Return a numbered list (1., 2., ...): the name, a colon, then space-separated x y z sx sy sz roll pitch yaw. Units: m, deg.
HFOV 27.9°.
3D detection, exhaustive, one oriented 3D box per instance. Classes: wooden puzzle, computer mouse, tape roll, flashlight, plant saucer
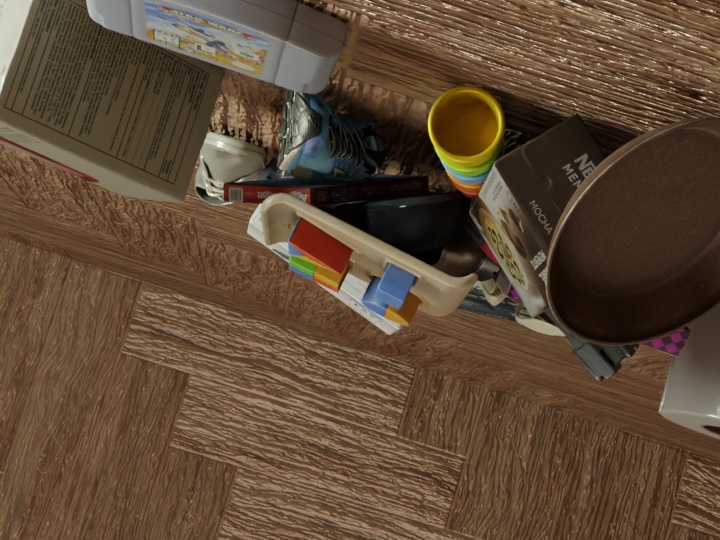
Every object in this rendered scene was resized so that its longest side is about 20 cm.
1. wooden puzzle: 0.000 0.000 1.332 0.199 0.047 0.185 22 170 1
2. computer mouse: 0.034 -0.042 1.369 0.137 0.053 0.199 -7 -177 -30
3. tape roll: 0.446 0.120 1.606 0.201 0.140 0.203 16 171 2
4. flashlight: 0.180 0.009 1.363 0.200 0.068 0.068 48 169 3
5. plant saucer: 0.215 -0.033 1.045 0.200 0.201 0.037 24 -156 -41

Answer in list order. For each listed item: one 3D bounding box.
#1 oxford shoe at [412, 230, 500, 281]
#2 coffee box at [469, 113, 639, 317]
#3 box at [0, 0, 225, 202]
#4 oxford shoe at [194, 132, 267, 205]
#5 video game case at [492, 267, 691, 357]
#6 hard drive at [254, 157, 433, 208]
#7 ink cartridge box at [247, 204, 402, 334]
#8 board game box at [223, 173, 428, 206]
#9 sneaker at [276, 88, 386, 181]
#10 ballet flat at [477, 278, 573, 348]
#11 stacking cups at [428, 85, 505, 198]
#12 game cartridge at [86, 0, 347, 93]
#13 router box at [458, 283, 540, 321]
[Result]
1. oxford shoe: 0.079 -0.016 1.508 0.084 0.073 0.200 17 158 -13
2. coffee box: 0.158 -0.039 1.184 0.114 0.079 0.200 59 174 6
3. box: -0.236 -0.153 1.237 0.199 0.129 0.108 25 169 -40
4. oxford shoe: -0.147 -0.108 1.590 0.075 0.058 0.200 20 169 -8
5. video game case: 0.222 0.014 1.503 0.199 0.036 0.181 19 -165 -15
6. hard drive: -0.002 -0.073 1.570 0.198 0.043 0.135 13 171 17
7. ink cartridge box: -0.034 -0.003 1.616 0.199 0.045 0.176 36 173 -1
8. board game box: -0.030 -0.079 1.395 0.102 0.020 0.199 6 -170 34
9. sneaker: -0.021 -0.119 1.273 0.089 0.079 0.200 6 179 6
10. ballet flat: 0.176 0.021 1.609 0.199 0.063 0.069 29 158 28
11. stacking cups: 0.091 -0.102 1.200 0.060 0.061 0.200 16 176 8
12. game cartridge: -0.111 -0.188 1.085 0.198 0.042 0.133 18 176 -5
13. router box: 0.179 0.019 1.738 0.199 0.063 0.150 12 172 28
